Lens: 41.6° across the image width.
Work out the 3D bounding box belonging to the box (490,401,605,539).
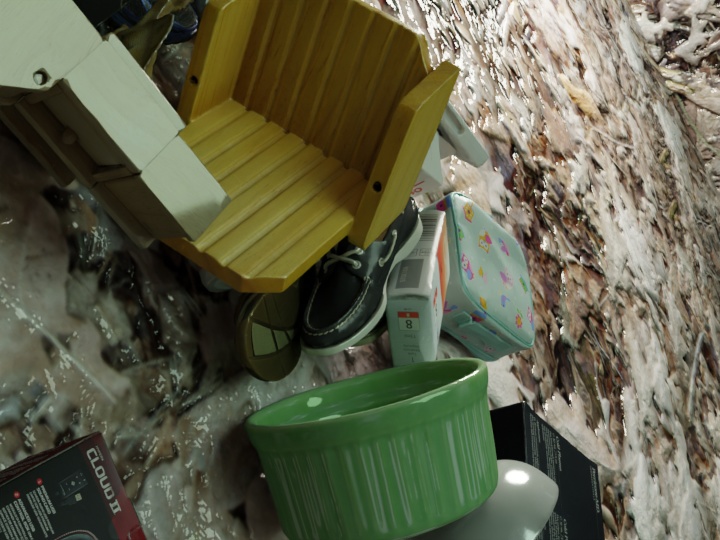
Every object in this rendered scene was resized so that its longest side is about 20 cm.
[{"bbox_3d":[0.179,0.277,1.013,0.182,0.103,0.202,39,42,-38],"label":"box"}]

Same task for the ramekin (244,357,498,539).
[{"bbox_3d":[0.014,0.142,0.751,0.199,0.198,0.099,-15,92,-59],"label":"ramekin"}]

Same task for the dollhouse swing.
[{"bbox_3d":[-0.068,-0.114,0.723,0.199,0.184,0.175,32,29,17],"label":"dollhouse swing"}]

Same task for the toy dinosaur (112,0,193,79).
[{"bbox_3d":[-0.174,-0.148,0.708,0.058,0.100,0.202,37,39,-35],"label":"toy dinosaur"}]

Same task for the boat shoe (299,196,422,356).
[{"bbox_3d":[-0.001,-0.010,0.819,0.201,0.073,0.061,-54,138,-40],"label":"boat shoe"}]

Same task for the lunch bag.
[{"bbox_3d":[0.133,0.013,1.127,0.199,0.076,0.163,34,46,-44],"label":"lunch bag"}]

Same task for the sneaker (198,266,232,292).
[{"bbox_3d":[-0.091,-0.056,0.823,0.105,0.075,0.200,56,36,1],"label":"sneaker"}]

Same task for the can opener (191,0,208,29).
[{"bbox_3d":[-0.080,-0.219,0.916,0.198,0.052,0.067,22,81,-35],"label":"can opener"}]

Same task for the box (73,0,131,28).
[{"bbox_3d":[-0.172,-0.266,0.659,0.125,0.198,0.149,50,18,-26],"label":"box"}]

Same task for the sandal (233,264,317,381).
[{"bbox_3d":[-0.076,0.036,0.803,0.200,0.053,0.082,-60,148,-71],"label":"sandal"}]

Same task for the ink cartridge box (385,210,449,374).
[{"bbox_3d":[0.065,0.068,0.922,0.163,0.049,0.203,-73,155,-58],"label":"ink cartridge box"}]

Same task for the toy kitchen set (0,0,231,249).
[{"bbox_3d":[-0.229,-0.058,0.590,0.181,0.162,0.201,-51,118,-25],"label":"toy kitchen set"}]

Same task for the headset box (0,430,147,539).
[{"bbox_3d":[-0.187,0.191,0.511,0.199,0.074,0.151,-28,97,-59],"label":"headset box"}]

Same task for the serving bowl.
[{"bbox_3d":[0.077,0.231,0.811,0.066,0.200,0.200,46,31,6],"label":"serving bowl"}]

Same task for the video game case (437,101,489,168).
[{"bbox_3d":[0.041,-0.205,1.050,0.182,0.024,0.200,47,-2,-33],"label":"video game case"}]

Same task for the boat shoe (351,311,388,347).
[{"bbox_3d":[0.000,0.000,0.916,0.201,0.073,0.069,-72,153,-61],"label":"boat shoe"}]

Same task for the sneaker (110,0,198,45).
[{"bbox_3d":[-0.197,-0.274,0.774,0.201,0.078,0.076,53,35,-24],"label":"sneaker"}]

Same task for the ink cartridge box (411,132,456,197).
[{"bbox_3d":[0.006,-0.117,0.965,0.199,0.114,0.069,29,49,-47],"label":"ink cartridge box"}]
